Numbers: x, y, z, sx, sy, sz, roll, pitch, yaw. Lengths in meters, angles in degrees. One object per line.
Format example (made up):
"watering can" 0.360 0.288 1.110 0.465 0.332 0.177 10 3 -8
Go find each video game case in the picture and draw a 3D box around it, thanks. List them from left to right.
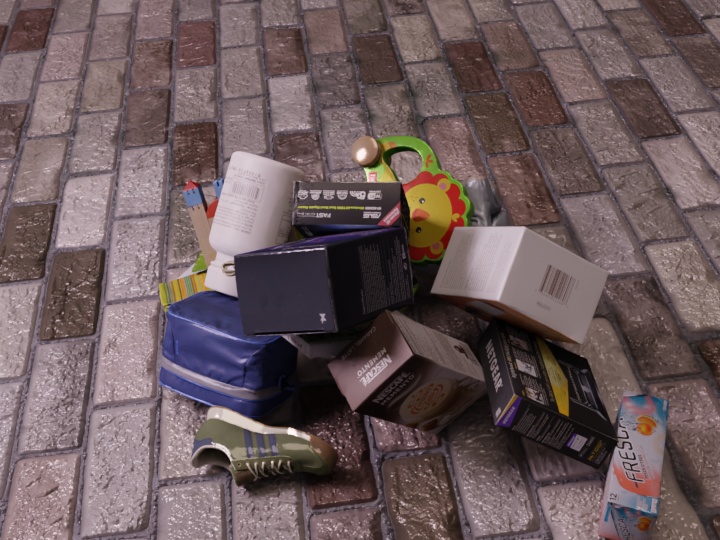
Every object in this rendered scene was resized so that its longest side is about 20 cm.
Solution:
"video game case" -0.024 0.072 1.488 0.197 0.022 0.182 -2 18 -30

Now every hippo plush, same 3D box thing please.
"hippo plush" 0.150 -0.042 1.734 0.158 0.159 0.203 -12 62 23

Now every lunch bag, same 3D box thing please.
"lunch bag" -0.177 0.126 1.522 0.197 0.135 0.135 18 20 23

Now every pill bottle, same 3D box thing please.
"pill bottle" -0.160 -0.063 1.588 0.113 0.203 0.114 16 1 0

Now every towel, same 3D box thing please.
"towel" -0.215 0.009 1.675 0.197 0.018 0.086 -20 31 -8

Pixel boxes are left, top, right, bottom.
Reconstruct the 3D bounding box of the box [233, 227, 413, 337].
"box" -0.043 0.013 1.385 0.146 0.106 0.199 -5 6 31

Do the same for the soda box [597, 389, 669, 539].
"soda box" 0.348 0.248 1.376 0.063 0.069 0.201 13 40 10

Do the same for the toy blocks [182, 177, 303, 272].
"toy blocks" -0.185 -0.092 1.685 0.197 0.139 0.100 -14 14 7

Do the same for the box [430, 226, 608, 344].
"box" 0.216 0.018 1.503 0.151 0.108 0.199 25 -8 -21

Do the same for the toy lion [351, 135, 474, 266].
"toy lion" 0.080 -0.108 1.658 0.189 0.069 0.204 -3 78 22

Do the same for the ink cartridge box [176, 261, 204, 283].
"ink cartridge box" -0.162 -0.012 1.742 0.198 0.044 0.196 10 38 34

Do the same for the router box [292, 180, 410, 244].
"router box" -0.009 -0.075 1.532 0.147 0.200 0.063 2 82 7

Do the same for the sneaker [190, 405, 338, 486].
"sneaker" -0.134 0.250 1.423 0.197 0.068 0.090 15 51 20

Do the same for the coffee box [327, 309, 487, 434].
"coffee box" 0.067 0.137 1.410 0.114 0.199 0.080 -44 53 18

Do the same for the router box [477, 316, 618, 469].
"router box" 0.242 0.158 1.433 0.155 0.053 0.201 25 24 -12

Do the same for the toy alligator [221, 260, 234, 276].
"toy alligator" -0.098 0.013 1.541 0.196 0.055 0.060 4 60 -3

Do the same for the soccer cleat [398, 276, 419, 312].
"soccer cleat" 0.000 0.000 1.619 0.198 0.081 0.068 28 22 -30
